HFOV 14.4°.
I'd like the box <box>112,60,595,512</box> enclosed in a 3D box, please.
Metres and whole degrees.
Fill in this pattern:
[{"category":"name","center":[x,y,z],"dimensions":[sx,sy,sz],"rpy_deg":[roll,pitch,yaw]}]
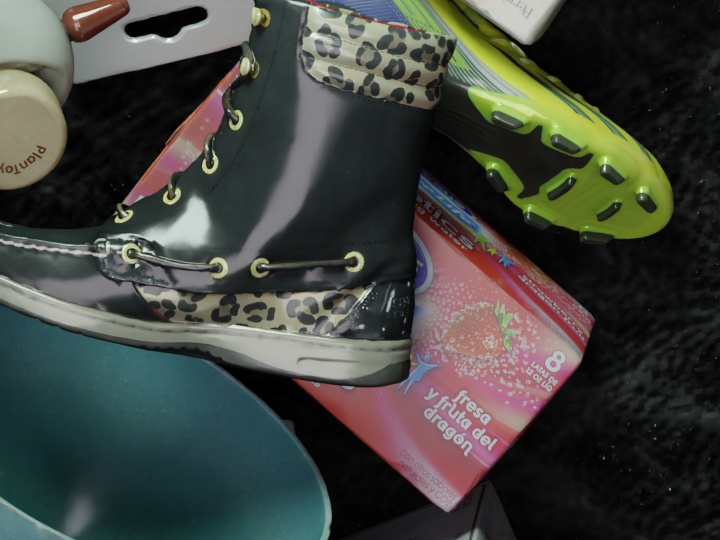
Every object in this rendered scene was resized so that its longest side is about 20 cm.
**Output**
[{"category":"box","center":[0.000,0.000,1.269],"dimensions":[0.200,0.100,0.096],"rpy_deg":[41,102,0]}]

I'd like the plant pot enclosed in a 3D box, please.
[{"category":"plant pot","center":[-0.130,0.119,1.206],"dimensions":[0.199,0.200,0.135],"rpy_deg":[29,112,2]}]

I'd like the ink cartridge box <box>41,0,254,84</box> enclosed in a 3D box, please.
[{"category":"ink cartridge box","center":[-0.107,-0.192,1.249],"dimensions":[0.115,0.068,0.201],"rpy_deg":[-12,122,10]}]

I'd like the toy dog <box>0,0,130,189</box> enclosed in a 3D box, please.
[{"category":"toy dog","center":[-0.172,-0.126,1.196],"dimensions":[0.096,0.200,0.132],"rpy_deg":[-38,53,4]}]

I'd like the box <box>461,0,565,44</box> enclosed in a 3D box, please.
[{"category":"box","center":[0.095,-0.206,1.233],"dimensions":[0.095,0.078,0.201],"rpy_deg":[33,102,1]}]

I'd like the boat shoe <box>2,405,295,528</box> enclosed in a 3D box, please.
[{"category":"boat shoe","center":[-0.126,0.080,1.320],"dimensions":[0.199,0.071,0.070],"rpy_deg":[7,84,7]}]

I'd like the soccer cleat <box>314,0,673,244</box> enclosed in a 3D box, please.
[{"category":"soccer cleat","center":[0.058,-0.083,1.266],"dimensions":[0.199,0.084,0.065],"rpy_deg":[29,138,-12]}]

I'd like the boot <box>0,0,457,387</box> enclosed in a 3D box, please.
[{"category":"boot","center":[-0.064,-0.044,1.185],"dimensions":[0.202,0.073,0.155],"rpy_deg":[12,98,2]}]

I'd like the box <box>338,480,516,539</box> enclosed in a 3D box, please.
[{"category":"box","center":[-0.024,0.171,1.293],"dimensions":[0.199,0.117,0.060],"rpy_deg":[-22,98,9]}]
